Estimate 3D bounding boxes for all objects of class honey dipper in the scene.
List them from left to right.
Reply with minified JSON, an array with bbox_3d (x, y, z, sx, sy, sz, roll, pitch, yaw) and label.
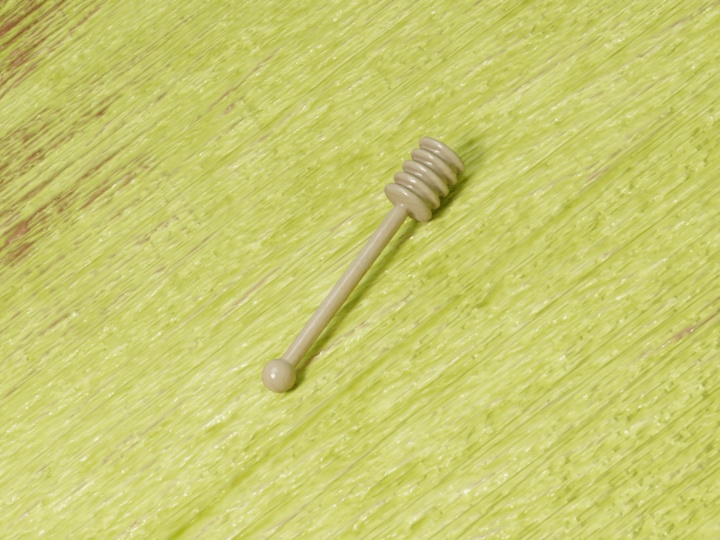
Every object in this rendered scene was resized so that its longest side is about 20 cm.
[{"bbox_3d":[0.000,0.000,1.736,0.038,0.038,0.200,19,69,47],"label":"honey dipper"}]
